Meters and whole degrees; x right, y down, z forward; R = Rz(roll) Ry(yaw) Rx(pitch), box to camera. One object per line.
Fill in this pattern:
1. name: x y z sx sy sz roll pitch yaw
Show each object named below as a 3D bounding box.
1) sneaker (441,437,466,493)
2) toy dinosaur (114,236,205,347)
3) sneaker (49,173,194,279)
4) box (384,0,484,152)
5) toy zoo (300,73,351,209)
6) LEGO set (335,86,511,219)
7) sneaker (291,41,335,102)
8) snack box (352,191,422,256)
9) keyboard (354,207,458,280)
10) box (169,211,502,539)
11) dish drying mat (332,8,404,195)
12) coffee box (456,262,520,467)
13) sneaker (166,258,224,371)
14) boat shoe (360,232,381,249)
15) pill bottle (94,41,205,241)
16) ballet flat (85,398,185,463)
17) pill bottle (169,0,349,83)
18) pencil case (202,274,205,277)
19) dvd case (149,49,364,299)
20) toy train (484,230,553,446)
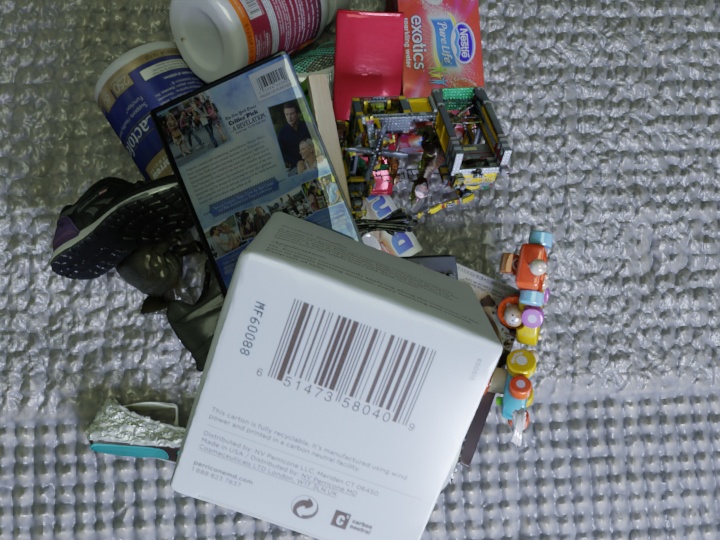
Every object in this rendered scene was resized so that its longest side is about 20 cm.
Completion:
1. sneaker: 0.067 0.118 0.703 0.092 0.070 0.202 16 85 -8
2. toy dinosaur: -0.242 -0.020 0.772 0.102 0.077 0.200 -45 81 8
3. sneaker: -0.246 -0.070 0.715 0.198 0.076 0.088 -23 61 20
4. box: 0.086 -0.249 0.819 0.098 0.095 0.203 -2 83 -7
5. toy zoo: -0.065 -0.118 0.742 0.020 0.200 0.133 -11 92 -22
6. LEGO set: 0.065 -0.103 0.720 0.197 0.155 0.117 0 52 -17
7. sneaker: -0.056 -0.228 0.823 0.197 0.078 0.092 -4 44 6
8. snack box: -0.008 -0.090 0.828 0.071 0.024 0.201 -31 86 -9
9. keyboard: 0.000 0.000 0.684 0.197 0.021 0.129 -3 77 -11
10. box: -0.021 0.086 0.569 0.197 0.171 0.202 20 104 -4
11. dish drying mat: 0.006 -0.182 0.769 0.076 0.018 0.202 -2 115 -12
12. coffee box: 0.100 0.102 0.784 0.112 0.080 0.202 22 82 -3
13. sneaker: -0.108 0.009 0.703 0.200 0.076 0.091 -42 94 -26
14. boat shoe: -0.023 0.036 0.742 0.071 0.069 0.201 36 64 -16
15. pill bottle: -0.197 -0.141 0.773 0.115 0.116 0.201 -34 86 -8
16. ballet flat: -0.199 0.180 0.761 0.197 0.072 0.073 12 82 -3
17. pill bottle: -0.105 -0.292 0.770 0.110 0.110 0.200 47 53 2
18. pencil case: -0.113 0.090 0.767 0.093 0.090 0.203 -7 80 -41
19. dvd case: -0.096 -0.083 0.644 0.141 0.018 0.202 -22 91 6
20. toy train: 0.152 0.064 0.691 0.055 0.150 0.203 9 89 18
